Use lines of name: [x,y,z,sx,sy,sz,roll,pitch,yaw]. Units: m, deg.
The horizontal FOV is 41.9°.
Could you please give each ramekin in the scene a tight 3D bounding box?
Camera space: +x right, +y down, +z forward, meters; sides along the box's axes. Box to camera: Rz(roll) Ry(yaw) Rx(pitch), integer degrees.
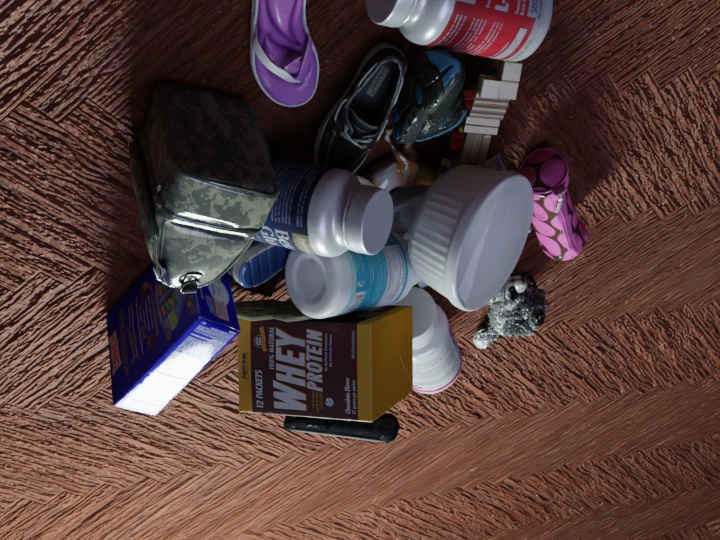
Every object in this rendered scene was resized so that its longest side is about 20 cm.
ramekin: [0.147,-0.053,1.288,0.202,0.094,0.203,-38,142,-38]

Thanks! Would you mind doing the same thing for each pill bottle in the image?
pill bottle: [0.000,0.000,1.304,0.199,0.111,0.111,-8,143,-47]
pill bottle: [0.097,0.115,1.547,0.113,0.114,0.200,-24,147,2]
pill bottle: [0.111,-0.309,1.078,0.199,0.113,0.113,2,135,-29]
pill bottle: [-0.064,-0.078,1.181,0.199,0.111,0.111,13,152,28]

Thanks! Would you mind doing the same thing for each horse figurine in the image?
horse figurine: [0.025,-0.137,1.288,0.199,0.050,0.133,-26,135,0]

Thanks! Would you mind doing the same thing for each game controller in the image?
game controller: [-0.032,0.266,1.645,0.199,0.042,0.104,7,-178,8]

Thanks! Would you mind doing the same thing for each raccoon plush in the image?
raccoon plush: [0.222,0.071,1.595,0.133,0.097,0.200,18,127,-29]

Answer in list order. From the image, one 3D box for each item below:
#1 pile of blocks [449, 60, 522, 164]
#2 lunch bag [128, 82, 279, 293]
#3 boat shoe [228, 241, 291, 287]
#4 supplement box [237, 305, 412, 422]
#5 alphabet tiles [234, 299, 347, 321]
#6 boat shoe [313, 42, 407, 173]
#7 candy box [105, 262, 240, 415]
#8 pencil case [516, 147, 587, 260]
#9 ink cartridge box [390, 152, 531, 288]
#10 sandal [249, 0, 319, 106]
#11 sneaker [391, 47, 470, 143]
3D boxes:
pile of blocks: [0.151,-0.218,1.229,0.062,0.083,0.200,4,152,-8]
lunch bag: [-0.197,-0.095,1.108,0.139,0.201,0.168,7,132,-31]
boat shoe: [-0.105,-0.051,1.298,0.199,0.072,0.073,-27,138,-33]
supplement box: [-0.046,0.125,1.360,0.199,0.134,0.197,1,-174,20]
alphabet tiles: [-0.117,0.056,1.348,0.166,0.199,0.006,-3,96,-37]
boat shoe: [-0.005,-0.188,1.177,0.070,0.064,0.201,21,117,-13]
candy box: [-0.263,0.073,1.293,0.077,0.170,0.200,26,122,-39]
pencil case: [0.295,-0.092,1.430,0.091,0.094,0.200,-42,143,-4]
ink cartridge box: [0.141,-0.080,1.414,0.199,0.043,0.197,-28,139,4]
sandal: [-0.089,-0.261,1.088,0.082,0.050,0.203,-17,141,-7]
sneaker: [0.097,-0.214,1.146,0.081,0.074,0.200,-4,171,-13]
